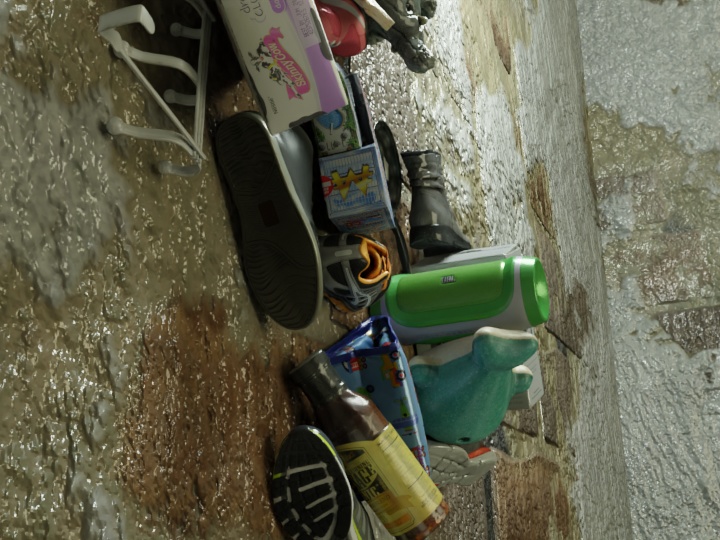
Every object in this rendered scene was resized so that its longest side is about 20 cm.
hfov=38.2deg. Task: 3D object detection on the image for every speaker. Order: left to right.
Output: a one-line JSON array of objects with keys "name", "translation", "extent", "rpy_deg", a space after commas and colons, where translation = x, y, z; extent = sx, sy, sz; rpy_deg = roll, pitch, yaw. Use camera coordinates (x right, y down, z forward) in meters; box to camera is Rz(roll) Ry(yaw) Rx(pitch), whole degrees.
[{"name": "speaker", "translation": [0.114, 0.037, 1.207], "extent": [0.088, 0.198, 0.090], "rpy_deg": [-9, 90, -69]}]

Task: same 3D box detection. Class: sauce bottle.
[{"name": "sauce bottle", "translation": [0.005, 0.167, 0.991], "extent": [0.201, 0.066, 0.066], "rpy_deg": [53, 24, 0]}]

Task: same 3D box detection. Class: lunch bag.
[{"name": "lunch bag", "translation": [0.026, 0.137, 1.117], "extent": [0.200, 0.093, 0.152], "rpy_deg": [-44, 121, -78]}]

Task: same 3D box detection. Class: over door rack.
[{"name": "over door rack", "translation": [-0.157, -0.180, 0.763], "extent": [0.200, 0.066, 0.149], "rpy_deg": [81, 7, -66]}]

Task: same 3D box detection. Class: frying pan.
[{"name": "frying pan", "translation": [0.036, -0.095, 1.293], "extent": [0.115, 0.031, 0.191], "rpy_deg": [-70, 149, -51]}]

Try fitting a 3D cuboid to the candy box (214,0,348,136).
[{"name": "candy box", "translation": [-0.085, -0.227, 0.874], "extent": [0.200, 0.071, 0.169], "rpy_deg": [-116, -174, -63]}]

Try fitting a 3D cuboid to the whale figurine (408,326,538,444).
[{"name": "whale figurine", "translation": [0.128, 0.132, 1.180], "extent": [0.200, 0.157, 0.105], "rpy_deg": [131, -38, -56]}]

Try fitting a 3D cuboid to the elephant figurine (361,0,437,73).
[{"name": "elephant figurine", "translation": [0.027, -0.320, 1.205], "extent": [0.200, 0.153, 0.143], "rpy_deg": [-64, 163, -69]}]

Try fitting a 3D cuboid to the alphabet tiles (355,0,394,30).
[{"name": "alphabet tiles", "translation": [-0.044, -0.320, 1.047], "extent": [0.199, 0.015, 0.196], "rpy_deg": [35, 16, -42]}]

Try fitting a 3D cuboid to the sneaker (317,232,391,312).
[{"name": "sneaker", "translation": [0.000, 0.000, 1.101], "extent": [0.200, 0.076, 0.079], "rpy_deg": [8, 72, -69]}]

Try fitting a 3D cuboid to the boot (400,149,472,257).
[{"name": "boot", "translation": [0.104, -0.091, 1.391], "extent": [0.200, 0.069, 0.133], "rpy_deg": [31, 53, -76]}]

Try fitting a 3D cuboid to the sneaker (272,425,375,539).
[{"name": "sneaker", "translation": [-0.030, 0.227, 0.966], "extent": [0.081, 0.073, 0.202], "rpy_deg": [-90, 165, -67]}]

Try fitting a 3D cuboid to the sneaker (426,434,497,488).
[{"name": "sneaker", "translation": [0.098, 0.223, 1.305], "extent": [0.082, 0.077, 0.200], "rpy_deg": [57, 15, 28]}]

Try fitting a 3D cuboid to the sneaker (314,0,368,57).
[{"name": "sneaker", "translation": [-0.061, -0.256, 1.081], "extent": [0.200, 0.073, 0.088], "rpy_deg": [27, 66, -56]}]

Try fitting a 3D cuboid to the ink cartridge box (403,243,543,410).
[{"name": "ink cartridge box", "translation": [0.146, 0.078, 1.349], "extent": [0.083, 0.144, 0.202], "rpy_deg": [-20, 100, -66]}]

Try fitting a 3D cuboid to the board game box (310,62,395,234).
[{"name": "board game box", "translation": [-0.011, -0.121, 1.062], "extent": [0.200, 0.061, 0.202], "rpy_deg": [-89, 167, -80]}]

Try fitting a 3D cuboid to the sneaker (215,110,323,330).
[{"name": "sneaker", "translation": [-0.063, -0.053, 0.962], "extent": [0.106, 0.074, 0.202], "rpy_deg": [-36, 114, -67]}]
